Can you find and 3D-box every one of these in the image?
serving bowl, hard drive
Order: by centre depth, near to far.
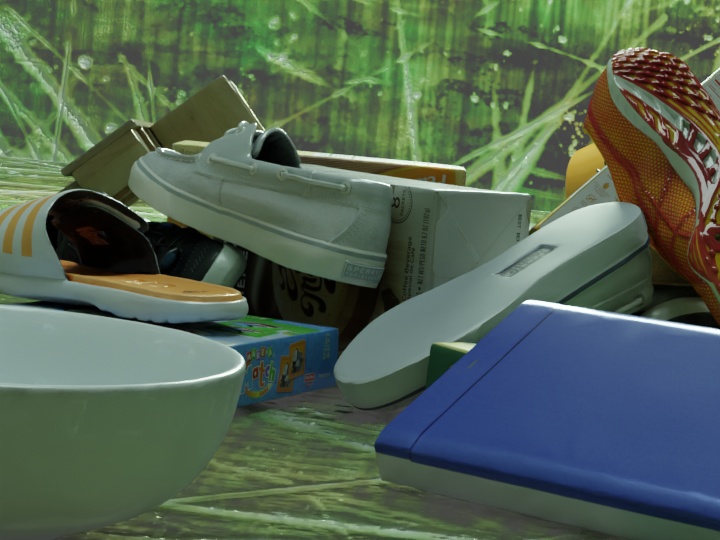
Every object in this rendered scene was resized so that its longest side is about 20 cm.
[{"bbox_3d":[-0.141,0.054,0.684,0.198,0.066,0.200,6,5,-1],"label":"serving bowl"},{"bbox_3d":[0.123,0.063,0.812,0.199,0.026,0.132,9,32,35],"label":"hard drive"}]

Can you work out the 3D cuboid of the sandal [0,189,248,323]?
[{"bbox_3d":[-0.134,-0.012,1.038,0.206,0.060,0.079,8,5,40],"label":"sandal"}]

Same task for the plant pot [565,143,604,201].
[{"bbox_3d":[0.316,-0.076,2.026,0.182,0.202,0.200,-10,-3,28],"label":"plant pot"}]

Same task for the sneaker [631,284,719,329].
[{"bbox_3d":[0.208,0.034,1.149,0.199,0.075,0.079,1,19,-36],"label":"sneaker"}]

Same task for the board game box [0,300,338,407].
[{"bbox_3d":[-0.120,0.042,0.997,0.150,0.037,0.200,8,6,24],"label":"board game box"}]

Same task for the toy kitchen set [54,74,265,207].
[{"bbox_3d":[-0.148,-0.036,1.635,0.199,0.181,0.163,-34,1,2],"label":"toy kitchen set"}]

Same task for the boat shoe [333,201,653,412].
[{"bbox_3d":[0.076,0.033,1.043,0.199,0.066,0.072,-31,24,-30],"label":"boat shoe"}]

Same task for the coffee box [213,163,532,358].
[{"bbox_3d":[0.000,0.000,1.164,0.079,0.114,0.199,1,6,-40],"label":"coffee box"}]

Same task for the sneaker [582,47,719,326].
[{"bbox_3d":[0.185,-0.032,1.083,0.072,0.077,0.201,-8,54,-19],"label":"sneaker"}]

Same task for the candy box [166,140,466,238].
[{"bbox_3d":[-0.032,-0.021,1.341,0.198,0.117,0.055,5,6,0],"label":"candy box"}]

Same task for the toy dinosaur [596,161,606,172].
[{"bbox_3d":[0.199,-0.023,1.531,0.102,0.136,0.200,46,-4,0],"label":"toy dinosaur"}]

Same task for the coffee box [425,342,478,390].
[{"bbox_3d":[0.144,0.065,0.978,0.199,0.044,0.123,1,8,-35],"label":"coffee box"}]

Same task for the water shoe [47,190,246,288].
[{"bbox_3d":[-0.143,-0.004,1.166,0.079,0.072,0.199,45,-23,-25],"label":"water shoe"}]

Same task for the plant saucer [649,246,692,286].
[{"bbox_3d":[0.210,-0.016,1.187,0.198,0.036,0.200,1,5,0],"label":"plant saucer"}]

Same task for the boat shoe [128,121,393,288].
[{"bbox_3d":[-0.057,-0.048,1.121,0.072,0.069,0.199,13,7,-40],"label":"boat shoe"}]

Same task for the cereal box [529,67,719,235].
[{"bbox_3d":[0.182,-0.053,1.353,0.040,0.200,0.144,47,-19,9],"label":"cereal box"}]
